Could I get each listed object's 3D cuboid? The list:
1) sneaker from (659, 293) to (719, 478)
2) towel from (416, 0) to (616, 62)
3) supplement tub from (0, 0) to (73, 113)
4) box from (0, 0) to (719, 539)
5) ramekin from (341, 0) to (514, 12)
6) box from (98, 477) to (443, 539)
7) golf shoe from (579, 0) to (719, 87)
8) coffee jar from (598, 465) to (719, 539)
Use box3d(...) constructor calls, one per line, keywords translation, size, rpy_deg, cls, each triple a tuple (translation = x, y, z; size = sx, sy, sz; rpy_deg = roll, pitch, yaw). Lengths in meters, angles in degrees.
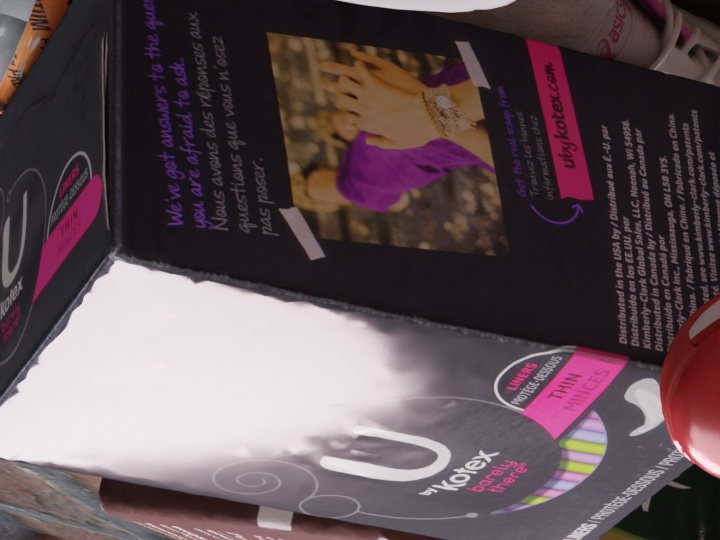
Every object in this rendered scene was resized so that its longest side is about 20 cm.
box3d(translation=(0.175, 0.046, 0.690), size=(0.199, 0.079, 0.116), rpy_deg=(-4, -153, 9), cls="sneaker")
box3d(translation=(0.004, -0.093, 0.789), size=(0.132, 0.035, 0.200), rpy_deg=(20, 145, -15), cls="towel")
box3d(translation=(-0.174, -0.120, 0.807), size=(0.200, 0.123, 0.123), rpy_deg=(18, 167, -12), cls="supplement tub")
box3d(translation=(0.000, 0.000, 0.791), size=(0.200, 0.106, 0.122), rpy_deg=(12, 146, -22), cls="box")
box3d(translation=(-0.029, -0.143, 0.548), size=(0.202, 0.094, 0.202), rpy_deg=(24, 166, 6), cls="ramekin")
box3d(translation=(0.020, 0.060, 1.242), size=(0.164, 0.166, 0.200), rpy_deg=(27, 163, -38), cls="box")
box3d(translation=(0.092, -0.055, 0.888), size=(0.199, 0.076, 0.092), rpy_deg=(15, 164, -1), cls="golf shoe")
box3d(translation=(0.134, 0.066, 1.056), size=(0.104, 0.201, 0.085), rpy_deg=(2, 162, 44), cls="coffee jar")
